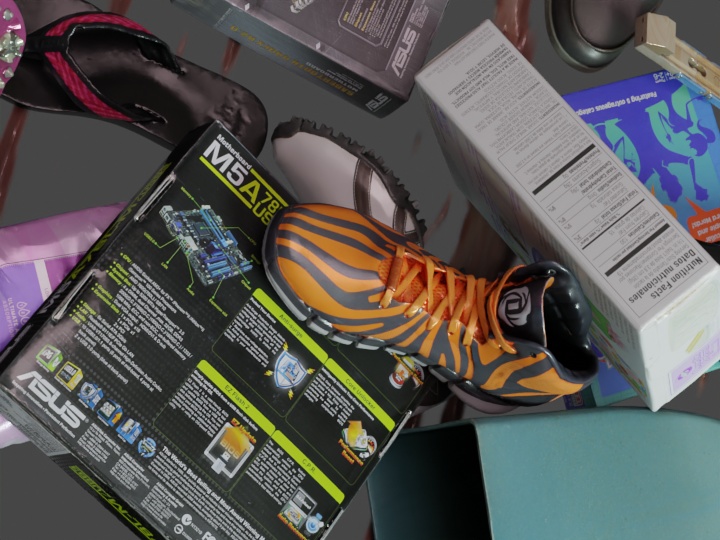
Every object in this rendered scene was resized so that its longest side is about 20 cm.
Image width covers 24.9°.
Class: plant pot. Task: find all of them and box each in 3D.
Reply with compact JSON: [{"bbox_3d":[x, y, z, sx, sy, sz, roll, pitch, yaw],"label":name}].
[{"bbox_3d":[0.127,0.152,0.987,0.199,0.141,0.143,-5,84,-28],"label":"plant pot"}]

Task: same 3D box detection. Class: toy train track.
[{"bbox_3d":[0.258,-0.120,1.092,0.199,0.032,0.116,26,60,-35],"label":"toy train track"}]

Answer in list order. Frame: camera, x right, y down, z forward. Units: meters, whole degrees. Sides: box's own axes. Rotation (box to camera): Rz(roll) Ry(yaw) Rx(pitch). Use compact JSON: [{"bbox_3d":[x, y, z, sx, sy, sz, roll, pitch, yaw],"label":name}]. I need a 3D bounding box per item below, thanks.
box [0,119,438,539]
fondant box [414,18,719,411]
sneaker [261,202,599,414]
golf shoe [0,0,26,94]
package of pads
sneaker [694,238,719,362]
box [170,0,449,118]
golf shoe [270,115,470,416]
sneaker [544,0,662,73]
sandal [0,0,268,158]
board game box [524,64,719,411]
[{"bbox_3d":[-0.074,0.055,0.894,0.200,0.047,0.194,44,63,-17],"label":"box"},{"bbox_3d":[0.121,-0.029,0.929,0.058,0.144,0.200,-37,65,-3],"label":"fondant box"},{"bbox_3d":[0.050,0.011,0.881,0.199,0.112,0.078,26,66,-26],"label":"sneaker"},{"bbox_3d":[-0.272,-0.084,0.914,0.091,0.075,0.201,34,85,29],"label":"golf shoe"},{"bbox_3d":[-0.166,0.030,0.926,0.199,0.076,0.122,-13,89,-22],"label":"package of pads"},{"bbox_3d":[0.247,0.015,1.041,0.199,0.070,0.078,35,70,-21],"label":"sneaker"},{"bbox_3d":[-0.009,-0.222,1.035,0.158,0.048,0.201,26,74,-14],"label":"box"},{"bbox_3d":[0.000,0.000,0.992,0.094,0.078,0.200,-41,96,-20],"label":"golf shoe"},{"bbox_3d":[0.193,-0.229,1.080,0.074,0.106,0.201,31,73,-14],"label":"sneaker"},{"bbox_3d":[-0.143,-0.118,0.972,0.199,0.045,0.076,20,76,-17],"label":"sandal"},{"bbox_3d":[0.181,-0.023,1.079,0.151,0.045,0.202,-16,89,-22],"label":"board game box"}]
